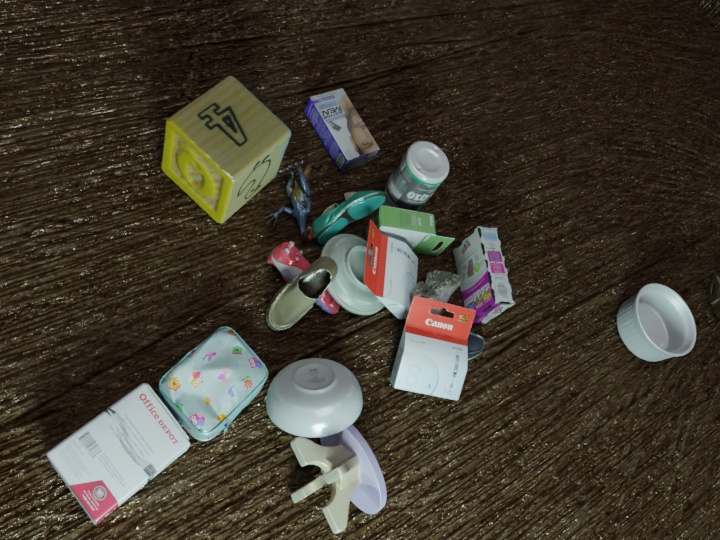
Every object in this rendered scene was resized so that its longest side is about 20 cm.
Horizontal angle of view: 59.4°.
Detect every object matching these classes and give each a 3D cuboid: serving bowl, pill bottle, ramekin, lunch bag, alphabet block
[{"bbox_3d":[-0.091,0.236,1.257,0.196,0.067,0.201,1,29,-1],"label":"serving bowl"},{"bbox_3d":[0.127,-0.214,1.543,0.111,0.200,0.115,9,63,-17],"label":"pill bottle"},{"bbox_3d":[0.793,0.146,1.704,0.197,0.098,0.204,9,64,-18],"label":"ramekin"},{"bbox_3d":[-0.287,0.226,1.238,0.161,0.077,0.200,46,58,2],"label":"lunch bag"},{"bbox_3d":[-0.300,-0.266,1.401,0.196,0.196,0.200,41,59,3],"label":"alphabet block"}]

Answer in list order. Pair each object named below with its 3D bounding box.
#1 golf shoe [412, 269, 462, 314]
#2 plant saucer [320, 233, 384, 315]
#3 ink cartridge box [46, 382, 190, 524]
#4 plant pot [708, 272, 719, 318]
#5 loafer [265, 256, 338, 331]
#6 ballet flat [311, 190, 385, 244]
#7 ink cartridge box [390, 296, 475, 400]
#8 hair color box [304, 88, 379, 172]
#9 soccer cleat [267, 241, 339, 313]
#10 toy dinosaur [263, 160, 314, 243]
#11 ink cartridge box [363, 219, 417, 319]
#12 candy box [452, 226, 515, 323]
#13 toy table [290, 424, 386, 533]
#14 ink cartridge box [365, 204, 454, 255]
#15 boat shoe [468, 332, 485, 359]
[{"bbox_3d":[0.179,0.063,1.518,0.077,0.099,0.199,20,28,30],"label":"golf shoe"},{"bbox_3d":[0.000,0.000,1.450,0.197,0.050,0.204,19,56,-30],"label":"plant saucer"},{"bbox_3d":[-0.428,0.324,1.130,0.199,0.083,0.146,-37,83,-32],"label":"ink cartridge box"},{"bbox_3d":[1.152,0.072,1.840,0.194,0.201,0.204,-1,66,-14],"label":"plant pot"},{"bbox_3d":[-0.128,0.050,1.344,0.076,0.068,0.200,42,93,-7],"label":"loafer"},{"bbox_3d":[-0.036,-0.143,1.477,0.198,0.067,0.071,-34,59,8],"label":"ballet flat"},{"bbox_3d":[0.167,0.174,1.396,0.157,0.047,0.204,13,99,-15],"label":"ink cartridge box"},{"bbox_3d":[-0.048,-0.362,1.625,0.108,0.065,0.202,-24,78,-30],"label":"hair color box"},{"bbox_3d":[-0.125,0.023,1.417,0.201,0.076,0.067,49,35,-15],"label":"soccer cleat"},{"bbox_3d":[-0.129,-0.162,1.485,0.199,0.104,0.185,-27,101,-46],"label":"toy dinosaur"},{"bbox_3d":[0.074,-0.002,1.442,0.200,0.046,0.163,47,42,-51],"label":"ink cartridge box"},{"bbox_3d":[0.298,0.013,1.544,0.060,0.136,0.204,1,66,-23],"label":"candy box"},{"bbox_3d":[-0.047,0.391,1.210,0.116,0.185,0.201,-18,61,-44],"label":"toy table"},{"bbox_3d":[0.120,-0.094,1.541,0.196,0.104,0.060,8,63,-18],"label":"ink cartridge box"},{"bbox_3d":[0.213,0.166,1.479,0.196,0.062,0.076,8,61,-19],"label":"boat shoe"}]
